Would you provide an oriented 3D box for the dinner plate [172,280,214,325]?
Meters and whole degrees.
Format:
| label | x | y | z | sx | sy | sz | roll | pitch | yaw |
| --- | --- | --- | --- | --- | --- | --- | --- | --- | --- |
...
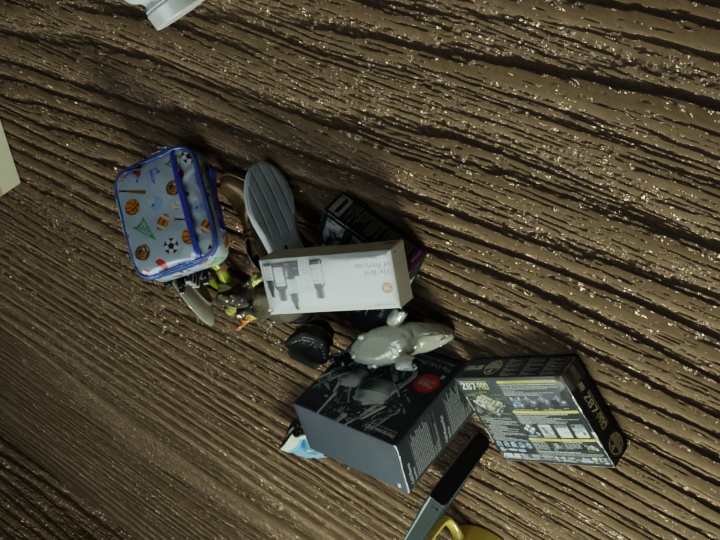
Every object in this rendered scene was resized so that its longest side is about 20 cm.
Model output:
| label | x | y | z | sx | sy | sz | roll | pitch | yaw |
| --- | --- | --- | --- | --- | --- | --- | --- | --- | --- |
| dinner plate | -0.309 | 0.009 | 1.606 | 0.200 | 0.024 | 0.200 | 56 | 180 | 0 |

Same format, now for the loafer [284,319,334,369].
| label | x | y | z | sx | sy | sz | roll | pitch | yaw |
| --- | --- | --- | --- | --- | --- | --- | --- | --- | --- |
| loafer | -0.078 | 0.107 | 1.451 | 0.073 | 0.072 | 0.200 | 26 | 166 | -4 |

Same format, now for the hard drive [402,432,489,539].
| label | x | y | z | sx | sy | sz | roll | pitch | yaw |
| --- | --- | --- | --- | --- | --- | --- | --- | --- | --- |
| hard drive | 0.136 | 0.359 | 1.460 | 0.033 | 0.140 | 0.200 | 35 | 145 | 14 |

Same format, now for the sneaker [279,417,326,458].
| label | x | y | z | sx | sy | sz | roll | pitch | yaw |
| --- | --- | --- | --- | --- | --- | --- | --- | --- | --- |
| sneaker | -0.081 | 0.311 | 1.729 | 0.090 | 0.079 | 0.200 | 29 | 151 | -9 |

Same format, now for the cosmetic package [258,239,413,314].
| label | x | y | z | sx | sy | sz | roll | pitch | yaw |
| --- | --- | --- | --- | --- | --- | --- | --- | --- | --- |
| cosmetic package | -0.035 | 0.011 | 1.222 | 0.199 | 0.051 | 0.083 | -5 | 107 | 26 |

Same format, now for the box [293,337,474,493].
| label | x | y | z | sx | sy | sz | roll | pitch | yaw |
| --- | --- | --- | --- | --- | --- | --- | --- | --- | --- |
| box | 0.038 | 0.206 | 1.367 | 0.200 | 0.182 | 0.104 | 15 | 136 | 37 |

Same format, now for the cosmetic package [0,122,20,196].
| label | x | y | z | sx | sy | sz | roll | pitch | yaw |
| --- | --- | --- | --- | --- | --- | --- | --- | --- | --- |
| cosmetic package | -0.782 | -0.256 | 1.868 | 0.105 | 0.071 | 0.200 | 29 | 143 | 23 |

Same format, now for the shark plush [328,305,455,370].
| label | x | y | z | sx | sy | sz | roll | pitch | yaw |
| --- | --- | --- | --- | --- | --- | --- | --- | --- | --- |
| shark plush | 0.038 | 0.121 | 1.321 | 0.200 | 0.083 | 0.091 | -32 | 74 | 32 |

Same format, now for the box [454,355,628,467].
| label | x | y | z | sx | sy | sz | roll | pitch | yaw |
| --- | --- | --- | --- | --- | --- | --- | --- | --- | --- |
| box | 0.245 | 0.195 | 1.252 | 0.200 | 0.049 | 0.161 | -11 | 119 | 52 |

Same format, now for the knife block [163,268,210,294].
| label | x | y | z | sx | sy | sz | roll | pitch | yaw |
| --- | --- | --- | --- | --- | --- | --- | --- | --- | --- |
| knife block | -0.309 | -0.065 | 1.471 | 0.064 | 0.176 | 0.200 | -21 | 117 | 7 |

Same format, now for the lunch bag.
| label | x | y | z | sx | sy | sz | roll | pitch | yaw |
| --- | --- | --- | --- | --- | --- | --- | --- | --- | --- |
| lunch bag | -0.289 | -0.091 | 1.401 | 0.160 | 0.076 | 0.201 | -19 | 80 | 15 |

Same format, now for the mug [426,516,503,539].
| label | x | y | z | sx | sy | sz | roll | pitch | yaw |
| --- | --- | --- | --- | --- | --- | --- | --- | --- | --- |
| mug | 0.178 | 0.547 | 1.604 | 0.186 | 0.153 | 0.150 | 36 | 146 | 14 |

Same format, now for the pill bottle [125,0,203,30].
| label | x | y | z | sx | sy | sz | roll | pitch | yaw |
| --- | --- | --- | --- | --- | --- | --- | --- | --- | --- |
| pill bottle | -0.275 | -0.407 | 1.119 | 0.113 | 0.113 | 0.200 | -13 | 116 | 52 |

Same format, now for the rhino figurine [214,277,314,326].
| label | x | y | z | sx | sy | sz | roll | pitch | yaw |
| --- | --- | --- | --- | --- | --- | --- | --- | --- | --- |
| rhino figurine | -0.142 | 0.045 | 1.349 | 0.087 | 0.200 | 0.060 | -7 | 77 | 33 |

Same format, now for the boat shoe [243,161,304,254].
| label | x | y | z | sx | sy | sz | roll | pitch | yaw |
| --- | --- | --- | --- | --- | --- | --- | --- | --- | --- |
| boat shoe | -0.124 | -0.058 | 1.326 | 0.062 | 0.072 | 0.201 | 144 | 109 | -72 |

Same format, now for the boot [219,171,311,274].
| label | x | y | z | sx | sy | sz | roll | pitch | yaw |
| --- | --- | --- | --- | --- | --- | --- | --- | --- | --- |
| boot | -0.156 | -0.064 | 1.389 | 0.200 | 0.075 | 0.074 | 49 | 148 | -4 |

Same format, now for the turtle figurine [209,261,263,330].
| label | x | y | z | sx | sy | sz | roll | pitch | yaw |
| --- | --- | --- | --- | --- | --- | --- | --- | --- | --- |
| turtle figurine | -0.230 | 0.036 | 1.583 | 0.161 | 0.064 | 0.200 | 47 | 148 | -1 |

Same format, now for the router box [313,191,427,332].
| label | x | y | z | sx | sy | sz | roll | pitch | yaw |
| --- | --- | --- | --- | --- | --- | --- | --- | --- | --- |
| router box | 0.000 | 0.000 | 1.307 | 0.149 | 0.051 | 0.200 | 37 | 146 | 10 |
